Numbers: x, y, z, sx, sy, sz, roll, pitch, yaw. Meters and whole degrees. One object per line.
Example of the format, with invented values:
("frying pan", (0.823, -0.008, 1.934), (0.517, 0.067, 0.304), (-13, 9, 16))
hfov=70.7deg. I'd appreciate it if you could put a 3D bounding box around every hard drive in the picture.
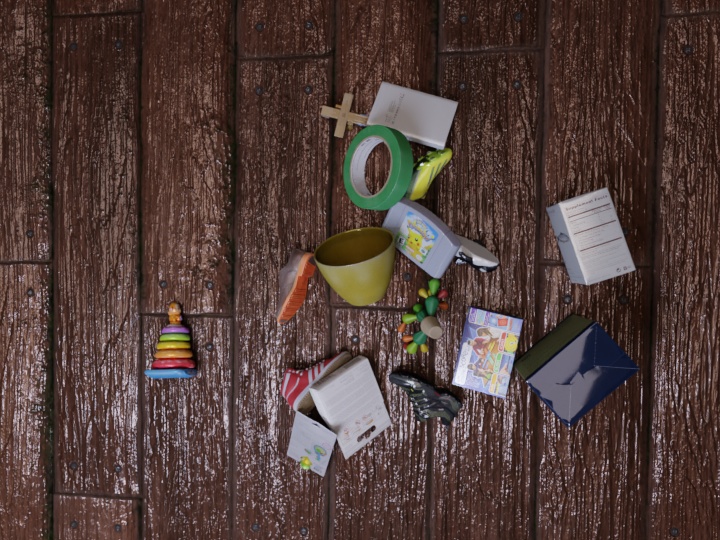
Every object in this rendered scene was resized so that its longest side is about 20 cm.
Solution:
("hard drive", (0.130, -0.388, 1.267), (0.199, 0.027, 0.132), (17, 74, 6))

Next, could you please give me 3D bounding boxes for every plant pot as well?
("plant pot", (0.000, 0.000, 1.245), (0.199, 0.200, 0.142), (-12, 118, 7))

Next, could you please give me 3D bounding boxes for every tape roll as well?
("tape roll", (0.040, -0.247, 1.230), (0.200, 0.048, 0.201), (0, 90, 47))

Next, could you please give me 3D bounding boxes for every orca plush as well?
("orca plush", (0.240, -0.040, 1.260), (0.199, 0.105, 0.071), (22, 125, 3))

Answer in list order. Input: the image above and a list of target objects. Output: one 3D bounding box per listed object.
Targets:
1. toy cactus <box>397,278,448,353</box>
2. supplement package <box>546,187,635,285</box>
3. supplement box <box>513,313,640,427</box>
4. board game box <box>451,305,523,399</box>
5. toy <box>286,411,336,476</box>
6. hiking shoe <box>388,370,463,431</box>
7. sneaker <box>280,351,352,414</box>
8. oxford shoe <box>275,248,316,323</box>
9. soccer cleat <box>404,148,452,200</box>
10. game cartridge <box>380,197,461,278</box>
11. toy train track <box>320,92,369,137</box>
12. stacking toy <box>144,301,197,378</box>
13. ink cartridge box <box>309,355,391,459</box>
("toy cactus", (0.165, 0.127, 1.232), (0.102, 0.165, 0.200), (26, 100, -15))
("supplement package", (0.538, -0.079, 1.198), (0.117, 0.117, 0.201), (-19, 89, 7))
("supplement box", (0.482, 0.221, 1.170), (0.200, 0.200, 0.134), (-42, 85, 6))
("board game box", (0.314, 0.201, 1.261), (0.135, 0.034, 0.201), (13, 93, 17))
("toy", (-0.118, 0.430, 1.284), (0.115, 0.047, 0.200), (26, 127, 13))
("hiking shoe", (0.152, 0.327, 1.275), (0.199, 0.076, 0.101), (26, 91, 5))
("sneaker", (-0.119, 0.267, 1.309), (0.200, 0.071, 0.112), (-42, 42, -22))
("oxford shoe", (-0.181, 0.039, 1.321), (0.073, 0.071, 0.201), (24, 90, 25))
("soccer cleat", (0.154, -0.229, 1.279), (0.200, 0.065, 0.084), (-40, 116, 2))
("game cartridge", (0.143, -0.086, 1.234), (0.200, 0.040, 0.134), (40, 132, 17))
("toy train track", (-0.002, -0.382, 1.302), (0.199, 0.033, 0.115), (14, 86, 1))
("stacking toy", (-0.493, 0.183, 1.348), (0.109, 0.116, 0.201), (-3, 77, 6))
("ink cartridge box", (-0.021, 0.340, 1.276), (0.161, 0.050, 0.201), (-29, 109, -29))
